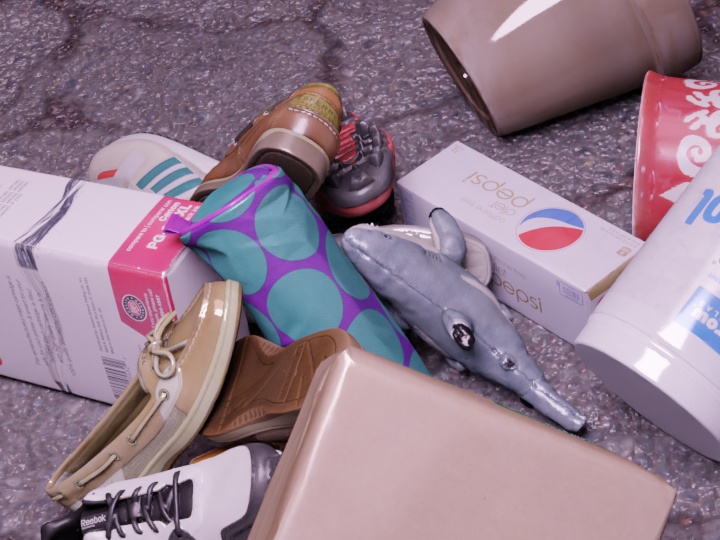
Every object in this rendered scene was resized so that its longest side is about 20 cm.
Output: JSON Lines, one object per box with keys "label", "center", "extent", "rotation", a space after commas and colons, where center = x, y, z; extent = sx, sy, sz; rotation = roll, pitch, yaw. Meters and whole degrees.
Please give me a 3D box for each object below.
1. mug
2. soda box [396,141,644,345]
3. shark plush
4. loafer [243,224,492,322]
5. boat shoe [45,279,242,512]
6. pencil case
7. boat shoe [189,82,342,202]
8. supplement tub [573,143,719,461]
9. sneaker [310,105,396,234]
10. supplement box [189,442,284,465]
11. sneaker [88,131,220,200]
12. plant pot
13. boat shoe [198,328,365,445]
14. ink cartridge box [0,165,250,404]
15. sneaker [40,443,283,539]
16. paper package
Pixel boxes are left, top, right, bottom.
{"label": "mug", "center": [0.305, -0.086, 1.261], "extent": [0.199, 0.134, 0.178], "rotation": [5, 44, 13]}
{"label": "soda box", "center": [0.119, -0.020, 1.277], "extent": [0.068, 0.064, 0.200], "rotation": [-35, 46, -25]}
{"label": "shark plush", "center": [0.064, 0.046, 1.177], "extent": [0.091, 0.083, 0.200], "rotation": [-37, 82, 8]}
{"label": "loafer", "center": [0.000, 0.000, 1.273], "extent": [0.199, 0.070, 0.070], "rotation": [-3, 9, 13]}
{"label": "boat shoe", "center": [-0.137, 0.084, 1.117], "extent": [0.063, 0.201, 0.073], "rotation": [24, 30, -15]}
{"label": "pencil case", "center": [-0.037, 0.027, 1.153], "extent": [0.092, 0.201, 0.085], "rotation": [-25, 19, 29]}
{"label": "boat shoe", "center": [-0.061, -0.071, 1.226], "extent": [0.200, 0.072, 0.068], "rotation": [-28, 34, 60]}
{"label": "supplement tub", "center": [0.245, 0.007, 1.113], "extent": [0.132, 0.132, 0.200], "rotation": [31, 80, 39]}
{"label": "sneaker", "center": [-0.005, -0.063, 1.308], "extent": [0.070, 0.098, 0.200], "rotation": [-24, 17, -6]}
{"label": "supplement box", "center": [-0.048, 0.192, 1.069], "extent": [0.068, 0.067, 0.200], "rotation": [-19, 40, -4]}
{"label": "sneaker", "center": [-0.152, -0.047, 1.365], "extent": [0.199, 0.071, 0.093], "rotation": [19, 43, 27]}
{"label": "plant pot", "center": [0.152, -0.205, 1.406], "extent": [0.173, 0.200, 0.200], "rotation": [-33, 42, -1]}
{"label": "boat shoe", "center": [-0.038, 0.083, 1.078], "extent": [0.200, 0.072, 0.073], "rotation": [-18, 46, 56]}
{"label": "ink cartridge box", "center": [-0.190, 0.016, 1.244], "extent": [0.199, 0.145, 0.084], "rotation": [12, 43, 25]}
{"label": "sneaker", "center": [-0.121, 0.156, 1.042], "extent": [0.200, 0.080, 0.074], "rotation": [-34, 43, 36]}
{"label": "paper package", "center": [0.039, 0.161, 0.933], "extent": [0.199, 0.103, 0.192], "rotation": [23, 86, -6]}
